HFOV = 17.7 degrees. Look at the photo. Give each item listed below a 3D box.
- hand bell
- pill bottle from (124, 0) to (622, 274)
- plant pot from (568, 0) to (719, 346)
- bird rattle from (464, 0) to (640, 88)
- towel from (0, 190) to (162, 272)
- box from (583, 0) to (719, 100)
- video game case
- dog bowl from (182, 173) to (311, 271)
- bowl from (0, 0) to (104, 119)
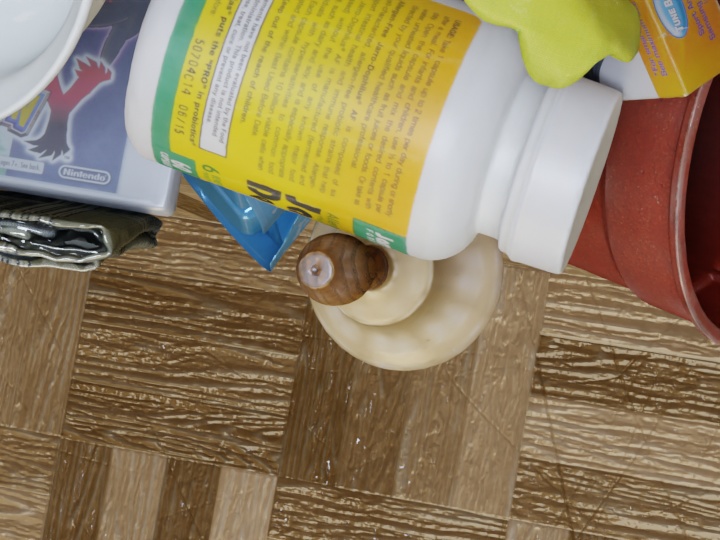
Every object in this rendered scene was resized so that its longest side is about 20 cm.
[{"bbox_3d":[0.000,0.000,1.088,0.104,0.105,0.200,9,-177,13],"label":"hand bell"},{"bbox_3d":[0.008,-0.071,1.012,0.199,0.113,0.113,20,177,8],"label":"pill bottle"},{"bbox_3d":[0.133,-0.080,1.197,0.195,0.202,0.200,16,180,35],"label":"plant pot"},{"bbox_3d":[0.113,-0.165,0.858,0.162,0.113,0.200,-9,158,-17],"label":"bird rattle"},{"bbox_3d":[-0.200,-0.023,1.127,0.191,0.035,0.200,9,-177,2],"label":"towel"},{"bbox_3d":[0.075,-0.134,1.048,0.041,0.119,0.200,-35,-162,-27],"label":"box"},{"bbox_3d":[-0.174,-0.132,1.169,0.199,0.183,0.023,9,173,9],"label":"video game case"},{"bbox_3d":[-0.068,-0.067,1.262,0.112,0.050,0.200,50,173,10],"label":"dog bowl"},{"bbox_3d":[-0.164,-0.164,0.938,0.200,0.202,0.090,8,-156,27],"label":"bowl"}]
